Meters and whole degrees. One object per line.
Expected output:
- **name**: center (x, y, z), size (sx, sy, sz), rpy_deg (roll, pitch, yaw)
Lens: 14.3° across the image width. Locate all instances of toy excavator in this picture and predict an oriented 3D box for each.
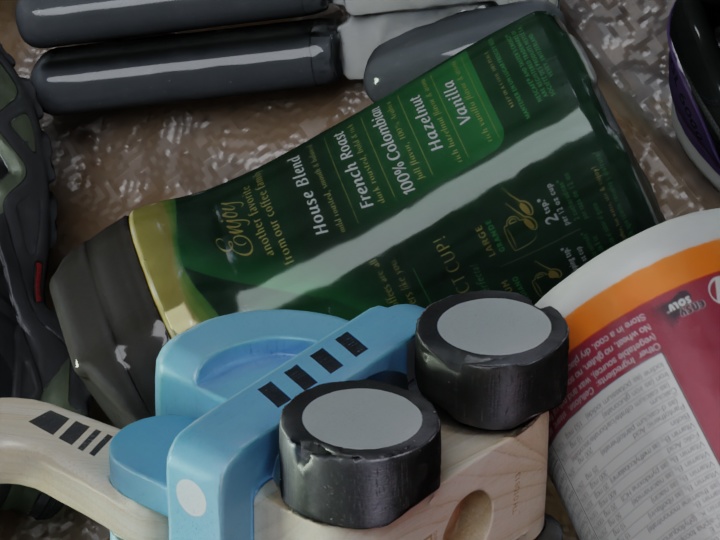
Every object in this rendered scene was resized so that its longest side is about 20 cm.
- **toy excavator**: center (-0.059, 0.064, 0.889), size (0.199, 0.100, 0.194), rpy_deg (20, 35, 35)

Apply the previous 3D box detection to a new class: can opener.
- **can opener**: center (-0.026, -0.084, 1.019), size (0.199, 0.067, 0.054), rpy_deg (-6, 114, 8)

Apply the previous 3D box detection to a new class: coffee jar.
- **coffee jar**: center (0.000, 0.000, 0.969), size (0.199, 0.104, 0.086), rpy_deg (-26, 47, 3)

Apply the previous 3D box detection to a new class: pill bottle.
- **pill bottle**: center (0.131, 0.089, 0.900), size (0.109, 0.110, 0.201), rpy_deg (-27, 66, 3)

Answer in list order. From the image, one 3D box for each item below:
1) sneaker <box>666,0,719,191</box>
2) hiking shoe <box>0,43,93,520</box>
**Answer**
- **sneaker**: center (0.170, -0.019, 0.942), size (0.076, 0.088, 0.200), rpy_deg (-44, 67, -4)
- **hiking shoe**: center (-0.160, -0.007, 1.008), size (0.100, 0.076, 0.201), rpy_deg (-3, 63, -30)
